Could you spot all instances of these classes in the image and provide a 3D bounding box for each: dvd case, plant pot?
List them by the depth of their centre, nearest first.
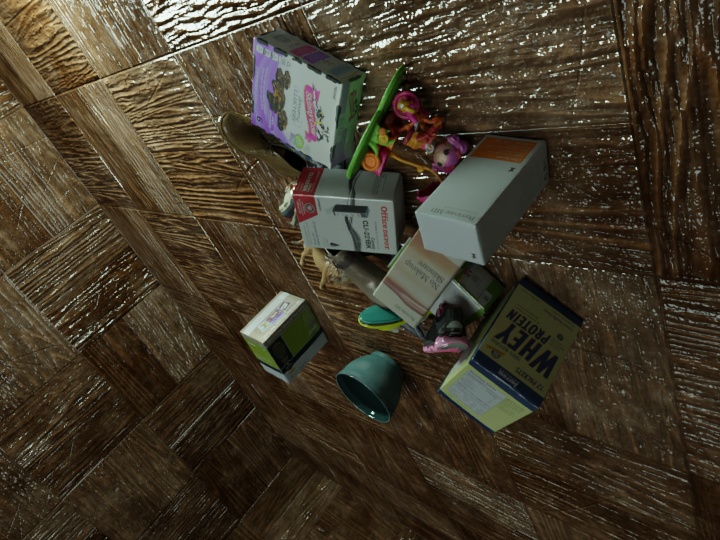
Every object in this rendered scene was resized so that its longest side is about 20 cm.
[{"bbox_3d":[0.075,0.081,1.324,0.150,0.016,0.200,58,165,-25],"label":"dvd case"},{"bbox_3d":[0.044,0.325,1.626,0.199,0.134,0.201,32,150,21],"label":"plant pot"}]

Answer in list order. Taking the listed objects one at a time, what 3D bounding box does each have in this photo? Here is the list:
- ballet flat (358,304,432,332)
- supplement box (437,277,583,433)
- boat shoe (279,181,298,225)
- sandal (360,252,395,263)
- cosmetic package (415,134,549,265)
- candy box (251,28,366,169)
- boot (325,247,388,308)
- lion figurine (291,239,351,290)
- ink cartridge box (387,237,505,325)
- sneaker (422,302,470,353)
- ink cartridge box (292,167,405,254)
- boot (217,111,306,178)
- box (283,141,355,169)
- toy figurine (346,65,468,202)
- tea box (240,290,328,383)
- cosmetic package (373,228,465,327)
[{"bbox_3d":[0.090,0.097,1.191,0.067,0.198,0.068,-128,24,-47],"label":"ballet flat"},{"bbox_3d":[0.271,0.162,1.024,0.134,0.200,0.200,35,152,8],"label":"supplement box"},{"bbox_3d":[-0.150,-0.170,1.283,0.063,0.071,0.200,45,157,3],"label":"boat shoe"},{"bbox_3d":[0.005,-0.057,1.234,0.199,0.054,0.082,32,150,35],"label":"sandal"},{"bbox_3d":[0.177,-0.107,0.784,0.101,0.200,0.072,17,143,38],"label":"cosmetic package"},{"bbox_3d":[-0.098,-0.305,0.984,0.199,0.071,0.169,33,137,20],"label":"candy box"},{"bbox_3d":[0.000,0.000,1.157,0.146,0.071,0.199,41,174,-34],"label":"boot"},{"bbox_3d":[-0.096,-0.032,1.396,0.200,0.072,0.123,44,145,9],"label":"lion figurine"},{"bbox_3d":[0.165,0.014,1.104,0.200,0.076,0.148,45,153,6],"label":"ink cartridge box"},{"bbox_3d":[0.168,0.114,1.089,0.078,0.097,0.200,-2,168,-6],"label":"sneaker"},{"bbox_3d":[-0.018,-0.115,1.077,0.197,0.084,0.145,5,139,12],"label":"ink cartridge box"},{"bbox_3d":[-0.185,-0.248,1.084,0.075,0.074,0.199,12,167,47],"label":"boot"},{"bbox_3d":[-0.101,-0.250,1.133,0.199,0.040,0.138,34,152,19],"label":"box"},{"bbox_3d":[0.100,-0.193,0.891,0.183,0.151,0.201,29,127,0],"label":"toy figurine"},{"bbox_3d":[-0.243,0.212,1.784,0.133,0.200,0.198,16,140,42],"label":"tea box"},{"bbox_3d":[0.123,-0.012,0.988,0.103,0.087,0.201,36,107,9],"label":"cosmetic package"}]
